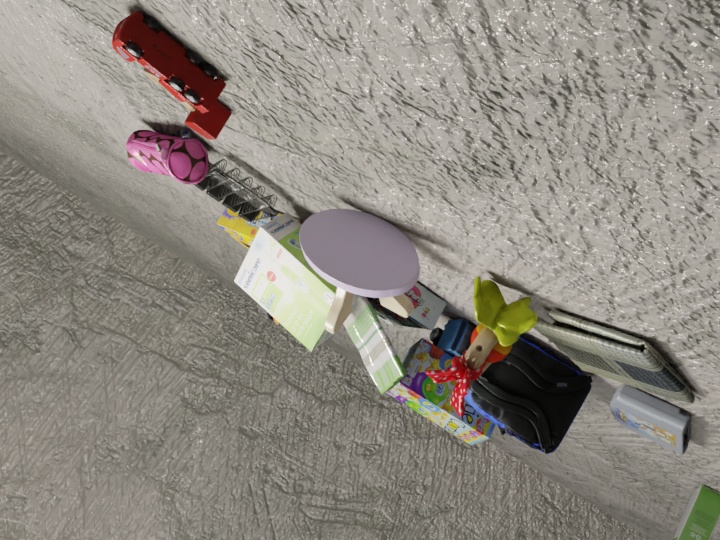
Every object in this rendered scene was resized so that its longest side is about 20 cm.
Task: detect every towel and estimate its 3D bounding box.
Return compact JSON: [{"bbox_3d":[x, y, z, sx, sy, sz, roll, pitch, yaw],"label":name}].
[{"bbox_3d":[0.368,0.123,1.218,0.199,0.035,0.192,15,164,47],"label":"towel"},{"bbox_3d":[0.012,0.125,1.558,0.201,0.030,0.149,61,160,13],"label":"towel"}]

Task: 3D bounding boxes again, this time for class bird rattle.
[{"bbox_3d":[0.192,0.117,1.253,0.112,0.202,0.163,29,-166,23],"label":"bird rattle"}]

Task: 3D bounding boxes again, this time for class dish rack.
[{"bbox_3d":[-0.220,-0.145,1.509,0.153,0.055,0.200,33,167,-20],"label":"dish rack"}]

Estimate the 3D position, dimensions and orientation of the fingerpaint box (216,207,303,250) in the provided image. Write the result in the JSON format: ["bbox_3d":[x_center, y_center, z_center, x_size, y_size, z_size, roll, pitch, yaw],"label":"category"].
[{"bbox_3d":[-0.165,-0.057,1.689,0.199,0.074,0.167,22,166,37],"label":"fingerpaint box"}]

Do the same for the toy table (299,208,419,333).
[{"bbox_3d":[0.000,0.000,1.290,0.199,0.184,0.118,38,158,27],"label":"toy table"}]

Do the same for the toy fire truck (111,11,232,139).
[{"bbox_3d":[-0.245,-0.253,1.106,0.199,0.049,0.141,37,168,-28],"label":"toy fire truck"}]

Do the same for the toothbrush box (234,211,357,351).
[{"bbox_3d":[-0.111,0.020,1.511,0.200,0.086,0.146,42,129,11],"label":"toothbrush box"}]

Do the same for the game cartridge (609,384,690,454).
[{"bbox_3d":[0.494,0.254,1.431,0.132,0.042,0.200,20,165,28],"label":"game cartridge"}]

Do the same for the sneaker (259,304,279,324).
[{"bbox_3d":[-0.123,0.065,1.648,0.199,0.113,0.077,29,164,-17],"label":"sneaker"}]

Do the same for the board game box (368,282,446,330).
[{"bbox_3d":[0.052,0.045,1.597,0.147,0.065,0.200,35,167,-19],"label":"board game box"}]

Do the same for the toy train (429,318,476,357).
[{"bbox_3d":[0.228,0.171,1.641,0.199,0.087,0.114,34,162,-18],"label":"toy train"}]

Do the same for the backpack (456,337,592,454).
[{"bbox_3d":[0.270,0.207,1.484,0.199,0.164,0.168,31,172,-8],"label":"backpack"}]

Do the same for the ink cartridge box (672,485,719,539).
[{"bbox_3d":[0.714,0.570,1.802,0.059,0.201,0.104,25,169,20],"label":"ink cartridge box"}]

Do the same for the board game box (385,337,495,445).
[{"bbox_3d":[0.166,0.234,1.603,0.199,0.105,0.103,31,158,-3],"label":"board game box"}]

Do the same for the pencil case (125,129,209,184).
[{"bbox_3d":[-0.349,-0.207,1.488,0.093,0.092,0.199,0,-171,-37],"label":"pencil case"}]
